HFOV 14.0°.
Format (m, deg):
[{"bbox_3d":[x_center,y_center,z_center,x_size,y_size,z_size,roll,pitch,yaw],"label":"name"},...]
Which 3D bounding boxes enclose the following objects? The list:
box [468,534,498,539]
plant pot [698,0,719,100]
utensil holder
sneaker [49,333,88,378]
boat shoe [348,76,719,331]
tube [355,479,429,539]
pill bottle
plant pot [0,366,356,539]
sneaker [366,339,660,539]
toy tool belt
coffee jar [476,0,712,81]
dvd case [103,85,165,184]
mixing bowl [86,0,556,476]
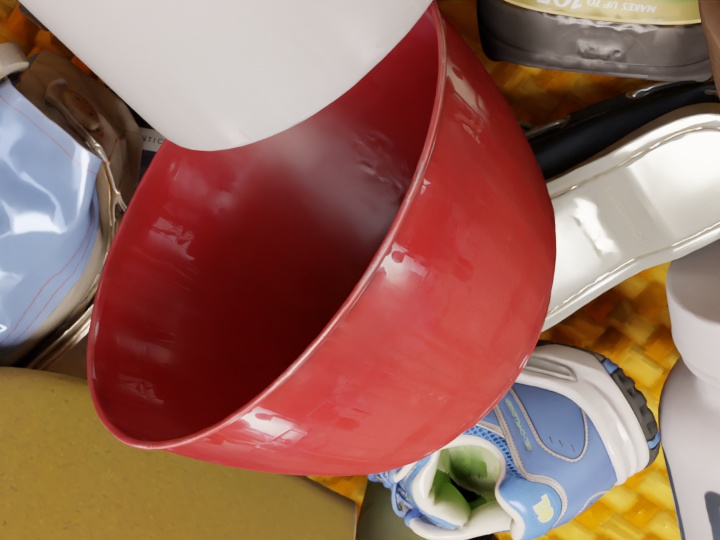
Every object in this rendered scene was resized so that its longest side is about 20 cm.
[{"bbox_3d":[0.052,0.245,1.305,0.044,0.161,0.201,-7,121,19],"label":"box"},{"bbox_3d":[0.229,-0.047,1.027,0.199,0.201,0.175,-3,131,17],"label":"plant pot"},{"bbox_3d":[-0.078,-0.163,1.034,0.169,0.171,0.200,-24,127,28],"label":"utensil holder"},{"bbox_3d":[-0.087,0.111,1.278,0.115,0.074,0.201,15,127,19],"label":"sneaker"},{"bbox_3d":[0.076,-0.027,1.171,0.199,0.062,0.075,-27,109,26],"label":"boat shoe"},{"bbox_3d":[0.011,0.142,1.220,0.052,0.200,0.058,-32,112,29],"label":"tube"},{"bbox_3d":[0.184,0.080,1.180,0.119,0.120,0.201,-4,123,18],"label":"pill bottle"},{"bbox_3d":[-0.145,0.152,1.158,0.200,0.196,0.194,37,128,-23],"label":"plant pot"},{"bbox_3d":[0.027,0.064,1.207,0.199,0.077,0.076,4,127,49],"label":"sneaker"},{"bbox_3d":[-0.142,-0.035,1.157,0.125,0.123,0.200,39,111,8],"label":"toy tool belt"},{"bbox_3d":[0.095,-0.164,1.055,0.104,0.086,0.201,6,125,4],"label":"coffee jar"},{"bbox_3d":[-0.128,0.003,1.277,0.148,0.016,0.201,11,127,10],"label":"dvd case"},{"bbox_3d":[0.000,0.000,1.086,0.108,0.201,0.200,33,128,-29],"label":"mixing bowl"}]
